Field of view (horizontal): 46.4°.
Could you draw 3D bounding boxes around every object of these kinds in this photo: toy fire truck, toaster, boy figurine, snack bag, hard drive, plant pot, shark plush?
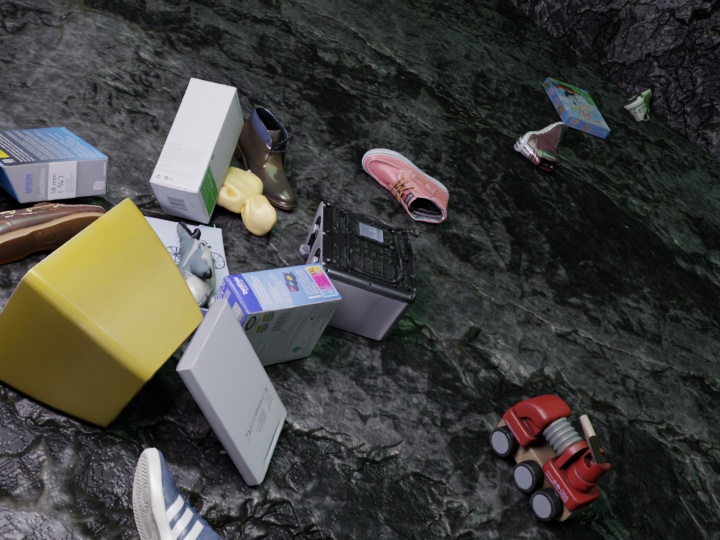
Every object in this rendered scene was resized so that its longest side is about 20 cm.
[{"bbox_3d":[0.299,0.254,1.252,0.128,0.201,0.177,-5,50,-39],"label":"toy fire truck"},{"bbox_3d":[0.000,0.000,1.392,0.198,0.119,0.182,18,40,-18],"label":"toaster"},{"bbox_3d":[-0.217,-0.140,1.441,0.200,0.065,0.124,40,37,9],"label":"boy figurine"},{"bbox_3d":[-0.288,-0.007,1.275,0.187,0.021,0.201,9,43,-29],"label":"snack bag"},{"bbox_3d":[-0.158,0.156,1.073,0.132,0.026,0.201,-71,145,-52],"label":"hard drive"},{"bbox_3d":[-0.317,0.068,1.041,0.176,0.200,0.200,42,37,-5],"label":"plant pot"},{"bbox_3d":[-0.260,-0.014,1.236,0.082,0.091,0.201,-12,54,-6],"label":"shark plush"}]

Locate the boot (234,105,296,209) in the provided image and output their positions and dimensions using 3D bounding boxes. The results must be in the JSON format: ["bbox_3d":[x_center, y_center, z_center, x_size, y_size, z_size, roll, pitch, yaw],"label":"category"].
[{"bbox_3d":[-0.165,-0.206,1.523,0.074,0.097,0.200,-12,55,-43],"label":"boot"}]

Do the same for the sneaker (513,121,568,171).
[{"bbox_3d":[0.483,-0.303,2.129,0.199,0.076,0.116,-23,68,-36],"label":"sneaker"}]

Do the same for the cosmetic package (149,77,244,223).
[{"bbox_3d":[-0.261,-0.194,1.356,0.084,0.108,0.202,13,68,7],"label":"cosmetic package"}]

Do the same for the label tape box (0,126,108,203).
[{"bbox_3d":[-0.492,-0.154,1.223,0.199,0.064,0.144,-12,34,-44],"label":"label tape box"}]

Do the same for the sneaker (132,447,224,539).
[{"bbox_3d":[-0.201,0.296,0.958,0.084,0.075,0.201,-2,58,-34],"label":"sneaker"}]

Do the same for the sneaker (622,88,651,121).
[{"bbox_3d":[0.890,-0.517,2.675,0.200,0.076,0.089,-34,102,-52],"label":"sneaker"}]

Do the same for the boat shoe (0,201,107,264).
[{"bbox_3d":[-0.449,-0.066,1.185,0.199,0.071,0.070,-16,58,-45],"label":"boat shoe"}]

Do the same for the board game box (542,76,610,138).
[{"bbox_3d":[0.626,-0.474,2.442,0.150,0.037,0.201,13,42,-25],"label":"board game box"}]

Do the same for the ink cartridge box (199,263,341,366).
[{"bbox_3d":[-0.142,0.070,1.196,0.199,0.137,0.077,-10,51,-42],"label":"ink cartridge box"}]

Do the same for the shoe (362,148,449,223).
[{"bbox_3d":[0.091,-0.169,1.685,0.199,0.072,0.091,28,31,-13],"label":"shoe"}]
